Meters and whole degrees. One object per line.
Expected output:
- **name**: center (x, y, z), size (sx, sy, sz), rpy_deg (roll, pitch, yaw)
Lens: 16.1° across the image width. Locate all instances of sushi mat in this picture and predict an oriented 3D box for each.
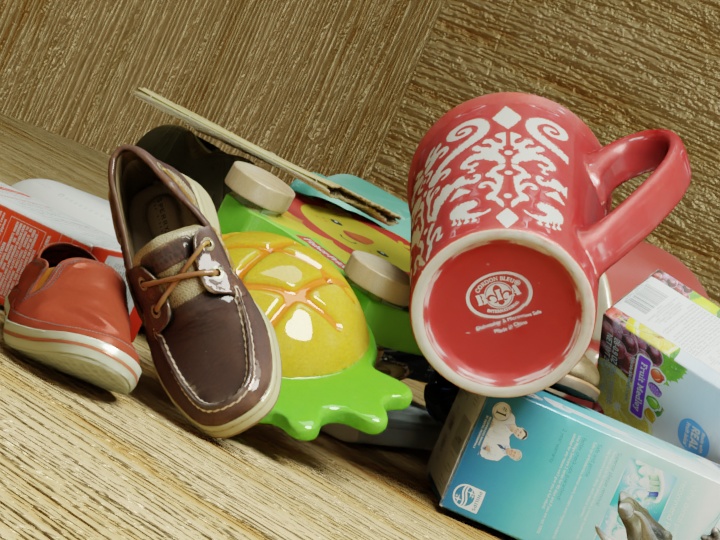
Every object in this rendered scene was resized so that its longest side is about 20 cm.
- **sushi mat**: center (-0.067, -0.080, 1.794), size (0.200, 0.012, 0.096), rpy_deg (28, 1, 35)

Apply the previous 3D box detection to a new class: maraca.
- **maraca**: center (-0.051, 0.044, 1.496), size (0.137, 0.107, 0.200), rpy_deg (-7, 30, -25)

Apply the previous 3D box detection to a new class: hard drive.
- **hard drive**: center (-0.022, 0.086, 1.749), size (0.132, 0.026, 0.200), rpy_deg (25, 4, 20)

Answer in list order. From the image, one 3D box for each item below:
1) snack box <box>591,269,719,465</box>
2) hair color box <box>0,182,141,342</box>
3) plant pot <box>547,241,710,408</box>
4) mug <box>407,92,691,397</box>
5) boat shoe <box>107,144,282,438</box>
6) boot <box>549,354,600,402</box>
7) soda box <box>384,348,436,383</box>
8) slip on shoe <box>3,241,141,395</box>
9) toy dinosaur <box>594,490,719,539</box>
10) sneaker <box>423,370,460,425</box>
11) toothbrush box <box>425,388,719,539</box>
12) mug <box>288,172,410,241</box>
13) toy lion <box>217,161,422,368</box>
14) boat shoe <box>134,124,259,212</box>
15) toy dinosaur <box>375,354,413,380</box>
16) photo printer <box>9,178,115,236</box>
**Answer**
- **snack box**: center (0.249, 0.121, 1.706), size (0.200, 0.068, 0.169), rpy_deg (33, -37, 29)
- **hair color box**: center (-0.238, -0.022, 1.626), size (0.199, 0.064, 0.111), rpy_deg (26, 5, 22)
- **plant pot**: center (0.157, 0.054, 1.932), size (0.200, 0.201, 0.177), rpy_deg (25, -1, 29)
- **mug**: center (0.101, -0.029, 1.538), size (0.133, 0.178, 0.200), rpy_deg (37, 21, -10)
- **boat shoe**: center (-0.102, 0.006, 1.429), size (0.072, 0.072, 0.200), rpy_deg (53, 13, -48)
- **boot**: center (0.113, 0.031, 1.671), size (0.073, 0.076, 0.200), rpy_deg (28, 5, -22)
- **soda box**: center (0.004, 0.037, 1.795), size (0.199, 0.064, 0.071), rpy_deg (14, 0, -28)
- **slip on shoe**: center (-0.160, 0.023, 1.426), size (0.074, 0.061, 0.200), rpy_deg (25, 4, -16)
- **toy dinosaur**: center (0.216, 0.194, 1.394), size (0.200, 0.077, 0.102), rpy_deg (29, 16, 10)
- **sneaker**: center (0.114, 0.109, 1.711), size (0.200, 0.073, 0.112), rpy_deg (14, -25, 50)
- **toothbrush box**: center (0.149, 0.137, 1.579), size (0.199, 0.086, 0.146), rpy_deg (22, 3, -4)
- **mug**: center (-0.005, 0.016, 1.922), size (0.114, 0.152, 0.185), rpy_deg (31, 10, 27)
- **toy lion**: center (0.000, 0.000, 1.681), size (0.191, 0.069, 0.200), rpy_deg (13, 18, -49)
- **boat shoe**: center (-0.111, -0.055, 1.863), size (0.066, 0.072, 0.201), rpy_deg (36, -8, -32)
- **toy dinosaur**: center (-0.068, 0.040, 1.638), size (0.200, 0.048, 0.088), rpy_deg (30, 26, 14)
- **photo printer**: center (-0.159, -0.003, 1.833), size (0.200, 0.070, 0.166), rpy_deg (21, 3, -42)
